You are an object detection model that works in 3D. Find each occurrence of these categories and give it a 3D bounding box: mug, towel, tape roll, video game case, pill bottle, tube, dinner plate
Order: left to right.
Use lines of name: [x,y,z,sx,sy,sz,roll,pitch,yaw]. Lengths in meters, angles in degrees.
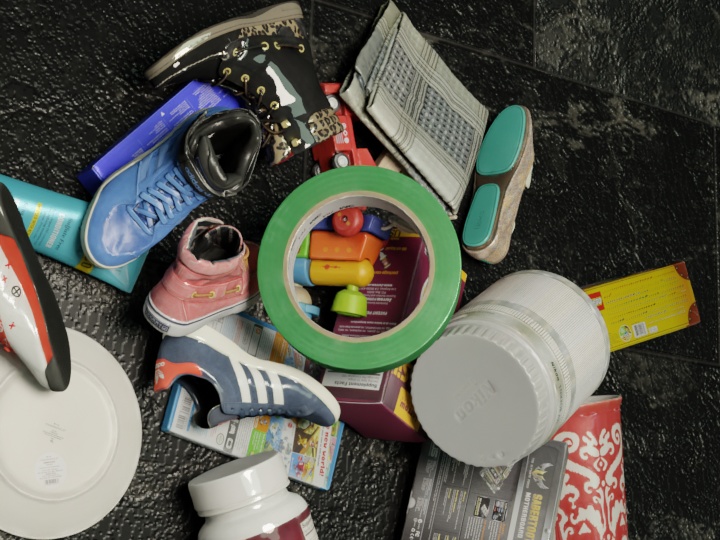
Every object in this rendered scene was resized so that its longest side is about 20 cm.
dinner plate: [-0.290,0.149,1.337,0.199,0.024,0.202,7,77,-34]
tube: [-0.292,-0.044,1.352,0.199,0.050,0.078,21,107,-28]
video game case: [-0.100,0.129,1.479,0.199,0.018,0.144,25,66,-29]
pill bottle: [-0.091,0.286,1.393,0.114,0.114,0.201,-20,92,-36]
tape roll: [0.000,0.000,1.404,0.199,0.048,0.202,-1,79,3]
towel: [0.069,-0.190,1.621,0.200,0.034,0.193,46,42,-22]
mug: [0.261,0.248,1.645,0.177,0.133,0.202,-4,86,-34]

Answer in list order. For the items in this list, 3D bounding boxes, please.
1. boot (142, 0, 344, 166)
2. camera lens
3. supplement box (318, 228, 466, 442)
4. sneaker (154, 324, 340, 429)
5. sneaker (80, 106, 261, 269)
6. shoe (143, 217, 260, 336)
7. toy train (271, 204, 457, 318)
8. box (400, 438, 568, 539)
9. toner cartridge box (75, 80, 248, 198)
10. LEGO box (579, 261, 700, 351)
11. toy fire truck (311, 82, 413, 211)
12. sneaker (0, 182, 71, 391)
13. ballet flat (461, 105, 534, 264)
boot: [-0.111,-0.178,1.450,0.199,0.073,0.151,-29,97,-41]
camera lens: [0.159,0.098,1.493,0.200,0.159,0.161,-32,99,-55]
supplement box: [0.035,0.068,1.523,0.110,0.085,0.201,43,55,-49]
sneaker: [-0.116,0.127,1.414,0.199,0.075,0.085,26,64,-17]
sneaker: [-0.172,-0.080,1.331,0.200,0.111,0.077,-45,110,-20]
shoe: [-0.131,-0.008,1.397,0.071,0.091,0.200,39,29,10]
toy train: [-0.001,-0.004,1.473,0.085,0.199,0.117,24,71,-62]
box: [0.129,0.269,1.536,0.157,0.048,0.201,9,69,13]
toner cartridge box: [-0.185,-0.121,1.454,0.200,0.043,0.095,-46,108,-32]
LEGO box: [0.273,0.056,1.678,0.199,0.149,0.078,-13,88,-37]
toy fire truck: [0.016,-0.109,1.591,0.140,0.049,0.202,-4,81,-38]
sneaker: [-0.340,0.027,1.295,0.107,0.067,0.203,-16,108,3]
ballet flat: [0.168,-0.098,1.697,0.067,0.068,0.201,39,64,-45]
